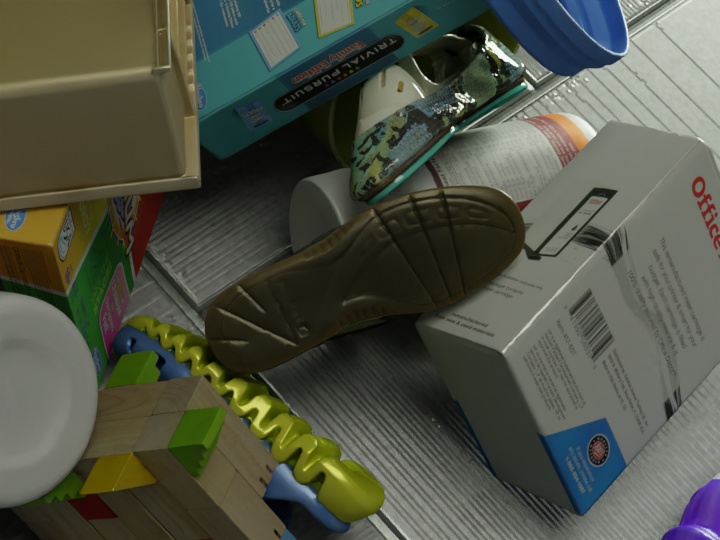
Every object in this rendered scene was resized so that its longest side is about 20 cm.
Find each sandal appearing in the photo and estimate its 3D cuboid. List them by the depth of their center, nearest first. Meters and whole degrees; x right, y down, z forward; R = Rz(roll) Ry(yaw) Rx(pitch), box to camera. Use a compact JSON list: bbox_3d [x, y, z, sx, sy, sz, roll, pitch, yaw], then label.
[{"bbox_3d":[-0.083,0.104,1.205,0.200,0.079,0.087,41,96,24],"label":"sandal"}]

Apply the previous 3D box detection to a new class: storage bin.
[{"bbox_3d":[-0.199,-0.139,1.142,0.199,0.094,0.199,-7,52,2],"label":"storage bin"}]

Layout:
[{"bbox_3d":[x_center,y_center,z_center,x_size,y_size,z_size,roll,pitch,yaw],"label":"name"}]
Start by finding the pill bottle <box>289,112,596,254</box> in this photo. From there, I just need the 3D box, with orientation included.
[{"bbox_3d":[0.061,-0.034,1.312,0.199,0.110,0.110,-13,63,-24],"label":"pill bottle"}]

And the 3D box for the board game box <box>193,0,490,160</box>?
[{"bbox_3d":[-0.031,-0.181,1.242,0.199,0.047,0.152,-27,57,16],"label":"board game box"}]

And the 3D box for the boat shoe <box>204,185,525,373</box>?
[{"bbox_3d":[0.000,0.001,1.201,0.200,0.066,0.072,-24,97,-4],"label":"boat shoe"}]

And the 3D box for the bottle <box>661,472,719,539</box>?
[{"bbox_3d":[0.247,0.165,1.269,0.200,0.065,0.084,-32,73,-31],"label":"bottle"}]

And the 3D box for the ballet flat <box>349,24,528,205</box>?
[{"bbox_3d":[0.035,-0.103,1.245,0.074,0.074,0.200,38,35,9],"label":"ballet flat"}]

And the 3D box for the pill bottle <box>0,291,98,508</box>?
[{"bbox_3d":[-0.242,0.062,1.098,0.112,0.199,0.113,-4,96,-42],"label":"pill bottle"}]

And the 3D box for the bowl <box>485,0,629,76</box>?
[{"bbox_3d":[0.095,-0.207,1.222,0.201,0.039,0.201,47,25,-30],"label":"bowl"}]

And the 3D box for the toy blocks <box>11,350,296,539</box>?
[{"bbox_3d":[-0.115,0.129,1.124,0.137,0.199,0.100,53,45,-32],"label":"toy blocks"}]

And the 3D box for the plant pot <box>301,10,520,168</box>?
[{"bbox_3d":[-0.015,-0.198,1.367,0.187,0.188,0.200,-30,58,-31],"label":"plant pot"}]

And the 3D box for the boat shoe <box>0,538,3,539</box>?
[{"bbox_3d":[-0.243,0.157,1.109,0.201,0.086,0.075,19,55,-5],"label":"boat shoe"}]

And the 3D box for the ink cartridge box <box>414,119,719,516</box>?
[{"bbox_3d":[0.149,0.026,1.251,0.200,0.146,0.084,-44,37,-23],"label":"ink cartridge box"}]

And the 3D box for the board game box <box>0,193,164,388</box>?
[{"bbox_3d":[-0.164,-0.050,1.224,0.040,0.153,0.201,8,55,10],"label":"board game box"}]
